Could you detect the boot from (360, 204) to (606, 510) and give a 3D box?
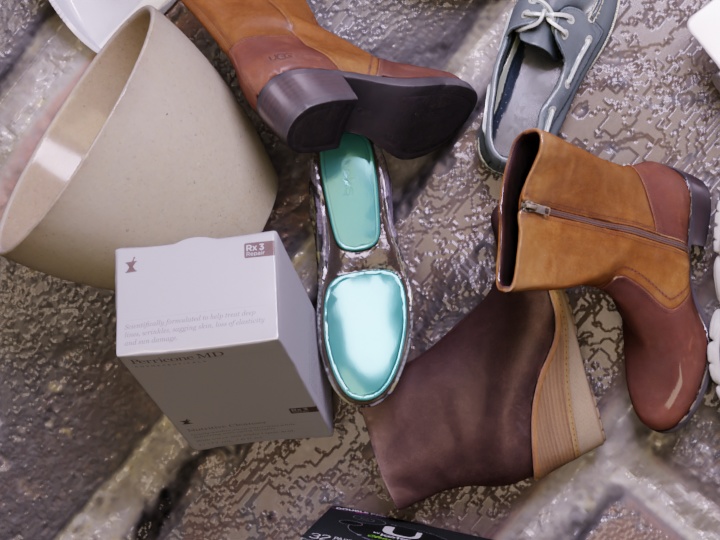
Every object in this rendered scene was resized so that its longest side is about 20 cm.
[{"bbox_3d":[0.073,0.060,1.171,0.165,0.072,0.202,-15,93,6],"label":"boot"}]

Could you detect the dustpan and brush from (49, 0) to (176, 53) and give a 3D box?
[{"bbox_3d":[-0.210,-0.272,1.207,0.140,0.057,0.200,-45,86,7],"label":"dustpan and brush"}]

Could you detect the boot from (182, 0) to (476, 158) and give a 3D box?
[{"bbox_3d":[-0.032,-0.163,1.163,0.200,0.187,0.069,53,137,32],"label":"boot"}]

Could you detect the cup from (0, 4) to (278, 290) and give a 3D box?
[{"bbox_3d":[-0.143,-0.062,1.155,0.143,0.200,0.201,33,96,-21],"label":"cup"}]

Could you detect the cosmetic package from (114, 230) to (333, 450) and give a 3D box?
[{"bbox_3d":[-0.088,0.052,1.125,0.112,0.200,0.082,-7,67,9],"label":"cosmetic package"}]

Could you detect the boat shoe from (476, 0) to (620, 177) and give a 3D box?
[{"bbox_3d":[0.135,-0.161,1.163,0.072,0.062,0.201,22,94,7],"label":"boat shoe"}]

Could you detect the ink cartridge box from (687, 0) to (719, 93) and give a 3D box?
[{"bbox_3d":[0.325,-0.124,1.137,0.116,0.067,0.201,-38,88,7],"label":"ink cartridge box"}]

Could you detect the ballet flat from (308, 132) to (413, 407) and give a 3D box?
[{"bbox_3d":[0.000,0.000,1.178,0.071,0.072,0.202,-6,79,8],"label":"ballet flat"}]

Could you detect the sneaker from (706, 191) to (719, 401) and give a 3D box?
[{"bbox_3d":[0.285,0.029,1.121,0.077,0.079,0.202,-15,105,-34],"label":"sneaker"}]

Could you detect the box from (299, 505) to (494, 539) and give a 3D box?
[{"bbox_3d":[0.054,0.252,1.141,0.198,0.149,0.125,10,92,7],"label":"box"}]

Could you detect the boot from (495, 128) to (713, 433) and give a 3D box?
[{"bbox_3d":[0.164,0.013,1.094,0.068,0.199,0.190,11,93,42],"label":"boot"}]
